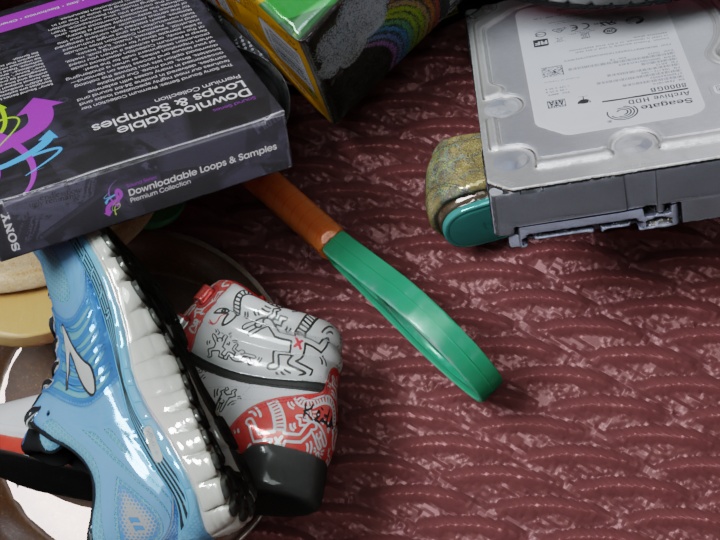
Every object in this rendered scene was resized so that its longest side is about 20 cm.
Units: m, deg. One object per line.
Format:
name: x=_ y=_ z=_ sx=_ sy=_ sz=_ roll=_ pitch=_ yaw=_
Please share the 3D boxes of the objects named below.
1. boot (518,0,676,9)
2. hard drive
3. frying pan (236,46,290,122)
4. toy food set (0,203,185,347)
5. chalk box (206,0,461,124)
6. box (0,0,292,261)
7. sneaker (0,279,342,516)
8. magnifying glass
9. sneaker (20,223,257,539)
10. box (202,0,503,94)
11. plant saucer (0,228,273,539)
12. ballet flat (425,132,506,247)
boot: x=0.151 y=-0.199 z=0.697 sx=0.199 sy=0.070 sz=0.132 roll=0 pitch=100 yaw=10
hard drive: x=0.127 y=-0.089 z=0.709 sx=0.139 sy=0.038 sz=0.200 roll=-8 pitch=36 yaw=7
frying pan: x=-0.129 y=-0.068 z=0.735 sx=0.189 sy=0.031 sz=0.115 roll=-15 pitch=48 yaw=-4
toy food set: x=-0.197 y=-0.060 z=0.773 sx=0.200 sy=0.049 sz=0.198 roll=25 pitch=53 yaw=13
chalk box: x=0.007 y=-0.202 z=0.726 sx=0.124 sy=0.125 sz=0.200 roll=43 pitch=85 yaw=15
box: x=-0.133 y=-0.087 z=0.696 sx=0.143 sy=0.036 sz=0.200 roll=-19 pitch=36 yaw=-13
sneaker: x=-0.106 y=0.061 z=0.718 sx=0.201 sy=0.067 sz=0.108 roll=3 pitch=64 yaw=16
magnifying glass: x=0.000 y=0.000 z=0.751 sx=0.022 sy=0.080 sz=0.200 roll=-44 pitch=63 yaw=-5
sneaker: x=-0.127 y=0.047 z=0.648 sx=0.090 sy=0.078 sz=0.200 roll=-30 pitch=59 yaw=1
box: x=-0.037 y=-0.212 z=0.824 sx=0.193 sy=0.048 sz=0.201 roll=-22 pitch=72 yaw=1
plant saucer: x=-0.127 y=0.077 z=0.764 sx=0.200 sy=0.034 sz=0.201 roll=-3 pitch=75 yaw=9
ballet flat: x=0.131 y=-0.063 z=0.749 sx=0.199 sy=0.071 sz=0.071 roll=-10 pitch=73 yaw=6
